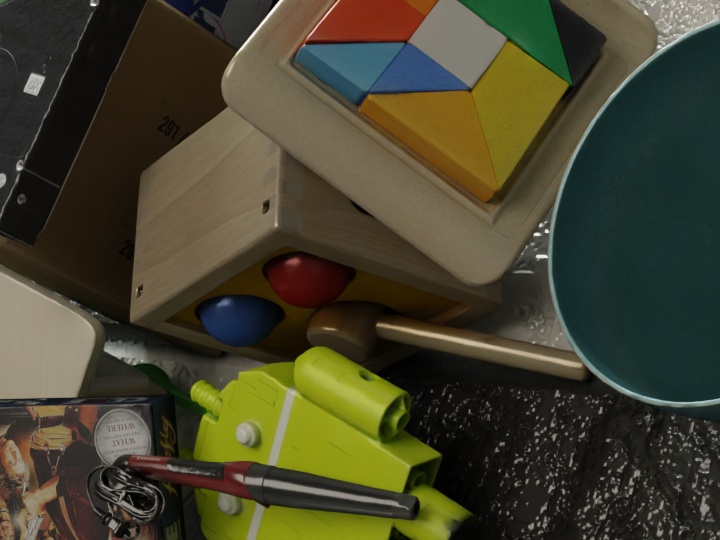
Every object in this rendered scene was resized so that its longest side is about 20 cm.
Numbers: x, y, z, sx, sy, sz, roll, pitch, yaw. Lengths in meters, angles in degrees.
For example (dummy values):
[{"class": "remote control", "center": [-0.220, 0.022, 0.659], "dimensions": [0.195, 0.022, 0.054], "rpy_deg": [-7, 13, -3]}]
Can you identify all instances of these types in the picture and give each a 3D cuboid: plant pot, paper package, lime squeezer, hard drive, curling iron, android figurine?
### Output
[{"class": "plant pot", "center": [0.211, -0.008, 1.079], "dimensions": [0.200, 0.135, 0.201], "rpy_deg": [-22, 55, 35]}, {"class": "paper package", "center": [-0.147, -0.069, 1.405], "dimensions": [0.103, 0.200, 0.191], "rpy_deg": [22, 85, 47]}, {"class": "lime squeezer", "center": [-0.153, 0.104, 1.452], "dimensions": [0.200, 0.038, 0.071], "rpy_deg": [-28, 84, 30]}, {"class": "hard drive", "center": [-0.202, -0.124, 1.313], "dimensions": [0.140, 0.038, 0.200], "rpy_deg": [18, 83, 44]}, {"class": "curling iron", "center": [-0.061, 0.127, 1.218], "dimensions": [0.199, 0.026, 0.050], "rpy_deg": [0, 73, 20]}, {"class": "android figurine", "center": [-0.027, 0.130, 1.250], "dimensions": [0.200, 0.041, 0.182], "rpy_deg": [31, 117, 29]}]

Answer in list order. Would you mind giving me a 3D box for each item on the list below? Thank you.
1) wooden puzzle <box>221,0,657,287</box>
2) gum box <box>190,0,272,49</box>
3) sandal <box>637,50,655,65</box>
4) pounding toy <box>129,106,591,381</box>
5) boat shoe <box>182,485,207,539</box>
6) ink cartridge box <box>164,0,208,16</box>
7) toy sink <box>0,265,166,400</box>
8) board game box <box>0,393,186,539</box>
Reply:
[{"class": "wooden puzzle", "center": [0.049, -0.117, 1.203], "dimensions": [0.200, 0.185, 0.037], "rpy_deg": [-54, 2, -27]}, {"class": "gum box", "center": [-0.144, -0.148, 1.505], "dimensions": [0.066, 0.113, 0.200], "rpy_deg": [15, 81, 46]}, {"class": "sandal", "center": [0.086, -0.135, 1.318], "dimensions": [0.206, 0.059, 0.079], "rpy_deg": [12, 77, 46]}, {"class": "pounding toy", "center": [0.000, 0.000, 1.263], "dimensions": [0.184, 0.200, 0.143], "rpy_deg": [-31, 49, 48]}, {"class": "boat shoe", "center": [-0.115, 0.210, 1.340], "dimensions": [0.071, 0.070, 0.201], "rpy_deg": [28, 88, 22]}, {"class": "ink cartridge box", "center": [-0.078, -0.260, 1.449], "dimensions": [0.044, 0.094, 0.200], "rpy_deg": [9, 43, 46]}, {"class": "toy sink", "center": [-0.211, 0.096, 1.396], "dimensions": [0.130, 0.112, 0.201], "rpy_deg": [25, 105, 25]}, {"class": "board game box", "center": [-0.201, 0.144, 1.309], "dimensions": [0.199, 0.035, 0.136], "rpy_deg": [-3, 95, 20]}]
